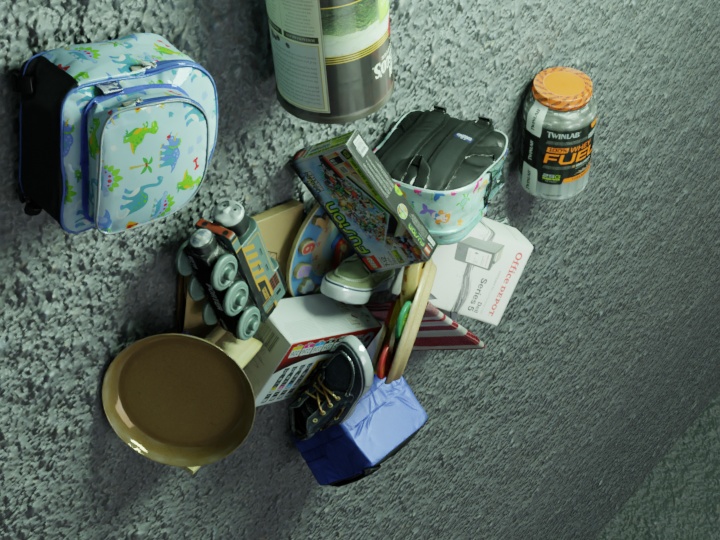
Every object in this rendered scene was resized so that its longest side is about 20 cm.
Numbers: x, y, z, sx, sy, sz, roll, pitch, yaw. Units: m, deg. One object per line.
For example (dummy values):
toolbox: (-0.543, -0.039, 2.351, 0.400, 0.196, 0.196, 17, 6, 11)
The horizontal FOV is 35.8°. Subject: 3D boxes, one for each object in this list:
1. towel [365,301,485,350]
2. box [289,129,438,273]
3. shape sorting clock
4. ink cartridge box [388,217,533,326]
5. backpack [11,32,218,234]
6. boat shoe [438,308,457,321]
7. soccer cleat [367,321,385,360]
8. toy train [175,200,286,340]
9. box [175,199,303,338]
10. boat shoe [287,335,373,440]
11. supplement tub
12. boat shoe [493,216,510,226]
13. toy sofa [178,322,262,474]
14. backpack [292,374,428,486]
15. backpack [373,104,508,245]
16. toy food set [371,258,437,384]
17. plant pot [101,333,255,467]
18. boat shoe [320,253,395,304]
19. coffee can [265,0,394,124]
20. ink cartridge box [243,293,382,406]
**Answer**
towel: (0.096, 0.088, 1.788, 0.200, 0.143, 0.023, 34, 60, -50)
box: (0.006, -0.087, 1.476, 0.201, 0.109, 0.035, 53, 48, -24)
shape sorting clock: (-0.036, -0.040, 1.588, 0.200, 0.039, 0.201, -47, 154, -32)
ink cartridge box: (0.150, -0.016, 1.749, 0.198, 0.084, 0.147, 17, 107, -22)
backpack: (-0.237, -0.140, 1.155, 0.199, 0.146, 0.184, -28, 141, -41)
boat shoe: (0.111, 0.073, 1.887, 0.086, 0.075, 0.203, -33, 149, -16)
soccer cleat: (0.017, 0.136, 1.819, 0.201, 0.077, 0.070, 105, 4, -57)
toy train: (-0.159, 0.001, 1.406, 0.114, 0.085, 0.201, -54, 149, -27)
box: (-0.162, 0.005, 1.497, 0.199, 0.021, 0.165, -26, 138, -40)
boat shoe: (-0.044, 0.173, 1.562, 0.090, 0.071, 0.201, -28, 154, -29)
supplement tub: (0.327, -0.227, 1.849, 0.122, 0.122, 0.201, -35, 142, -29)
boat shoe: (0.176, -0.055, 1.858, 0.198, 0.071, 0.069, -11, 94, -32)
toy sofa: (-0.218, 0.164, 1.504, 0.201, 0.097, 0.083, -65, 172, 26)
backpack: (-0.014, 0.242, 1.777, 0.162, 0.169, 0.200, -27, 171, -35)
backpack: (0.100, -0.125, 1.562, 0.200, 0.176, 0.152, -46, 149, -52)
toy food set: (0.061, 0.069, 1.587, 0.200, 0.048, 0.200, 103, 6, -72)
plant pot: (-0.231, 0.163, 1.431, 0.028, 0.198, 0.202, -84, -171, -64)
boat shoe: (0.000, 0.000, 1.595, 0.200, 0.071, 0.063, -25, 135, -68)
coffee can: (-0.037, -0.293, 1.284, 0.146, 0.146, 0.201, -37, 143, -27)
ink cartridge box: (-0.094, 0.124, 1.599, 0.199, 0.084, 0.176, -8, 140, -50)
